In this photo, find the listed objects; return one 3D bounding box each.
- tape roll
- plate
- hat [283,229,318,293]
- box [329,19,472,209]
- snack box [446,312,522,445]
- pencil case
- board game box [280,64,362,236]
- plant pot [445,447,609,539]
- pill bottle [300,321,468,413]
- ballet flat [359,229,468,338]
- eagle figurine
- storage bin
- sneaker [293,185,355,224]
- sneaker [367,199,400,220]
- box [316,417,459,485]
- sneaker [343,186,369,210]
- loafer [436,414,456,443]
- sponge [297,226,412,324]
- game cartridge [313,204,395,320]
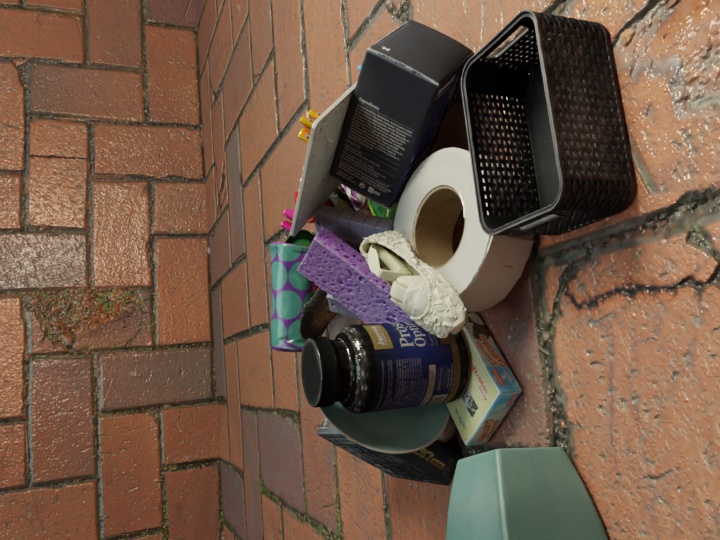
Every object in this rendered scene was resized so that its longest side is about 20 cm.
[{"bbox_3d":[0.124,-0.049,0.781,0.202,0.070,0.204,-21,65,56],"label":"tape roll"},{"bbox_3d":[0.027,0.169,0.849,0.201,0.198,0.026,-115,33,-42],"label":"plate"},{"bbox_3d":[-0.063,0.013,1.266,0.175,0.166,0.201,2,63,34],"label":"hat"},{"bbox_3d":[0.054,-0.215,0.848,0.148,0.104,0.201,-52,-12,-46],"label":"box"},{"bbox_3d":[0.138,0.120,0.841,0.201,0.037,0.117,-113,31,-41],"label":"snack box"},{"bbox_3d":[-0.124,0.049,1.129,0.092,0.084,0.202,146,123,-84],"label":"pencil case"},{"bbox_3d":[-0.040,-0.174,0.858,0.200,0.026,0.201,-55,-10,-41],"label":"board game box"},{"bbox_3d":[0.176,0.297,0.653,0.141,0.140,0.202,133,138,-58],"label":"plant pot"},{"bbox_3d":[0.029,0.124,0.794,0.112,0.198,0.113,179,90,-67],"label":"pill bottle"},{"bbox_3d":[0.053,0.015,0.755,0.200,0.071,0.072,52,137,50],"label":"ballet flat"},{"bbox_3d":[-0.014,0.032,1.077,0.151,0.151,0.202,-4,73,36],"label":"eagle figurine"},{"bbox_3d":[0.188,-0.145,0.640,0.135,0.093,0.202,154,112,-64],"label":"storage bin"},{"bbox_3d":[-0.063,-0.111,1.053,0.077,0.084,0.200,63,-172,17],"label":"sneaker"},{"bbox_3d":[0.066,-0.080,0.978,0.083,0.074,0.202,-32,57,37],"label":"sneaker"},{"bbox_3d":[0.035,0.266,0.942,0.051,0.157,0.200,-63,12,-23],"label":"box"},{"bbox_3d":[-0.050,-0.150,1.170,0.200,0.113,0.073,180,90,-65],"label":"sneaker"},{"bbox_3d":[0.063,0.182,0.927,0.200,0.070,0.070,46,154,29],"label":"loafer"},{"bbox_3d":[0.003,0.028,0.901,0.030,0.199,0.112,-55,3,-32],"label":"sponge"},{"bbox_3d":[0.000,0.000,0.935,0.129,0.038,0.201,17,136,27],"label":"game cartridge"}]
